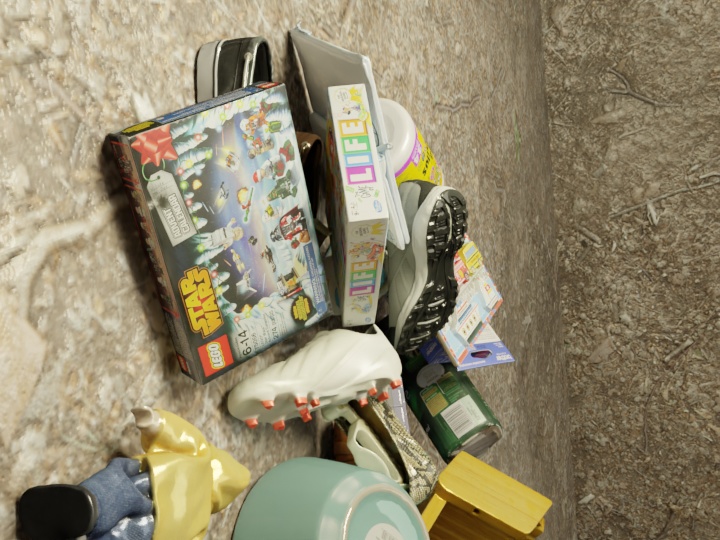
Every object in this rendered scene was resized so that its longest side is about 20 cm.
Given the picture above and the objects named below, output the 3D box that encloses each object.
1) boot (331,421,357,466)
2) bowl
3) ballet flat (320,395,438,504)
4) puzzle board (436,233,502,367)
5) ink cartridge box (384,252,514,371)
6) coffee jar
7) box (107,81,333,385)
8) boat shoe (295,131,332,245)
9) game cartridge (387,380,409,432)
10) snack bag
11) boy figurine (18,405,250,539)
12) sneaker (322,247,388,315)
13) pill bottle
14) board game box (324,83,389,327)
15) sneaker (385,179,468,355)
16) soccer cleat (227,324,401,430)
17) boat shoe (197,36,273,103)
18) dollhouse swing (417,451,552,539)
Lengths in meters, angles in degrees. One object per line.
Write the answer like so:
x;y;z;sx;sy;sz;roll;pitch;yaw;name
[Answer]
-0.007;0.240;0.898;0.200;0.075;0.158;-14;103;-71;boot
-0.009;0.262;0.747;0.199;0.104;0.204;24;53;-37;bowl
0.003;0.158;0.847;0.201;0.068;0.075;52;32;8;ballet flat
0.114;0.008;1.001;0.152;0.017;0.200;59;32;-5;puzzle board
0.097;0.051;1.032;0.118;0.042;0.201;-1;45;-45;ink cartridge box
0.093;0.144;1.044;0.201;0.085;0.104;57;1;30;coffee jar
-0.101;-0.030;0.643;0.136;0.040;0.203;-27;118;-31;box
-0.065;-0.034;0.774;0.075;0.074;0.206;10;79;-68;boat shoe
0.044;0.208;0.991;0.201;0.038;0.132;83;4;-66;game cartridge
-0.015;-0.140;0.838;0.188;0.021;0.202;43;-28;55;snack bag
-0.143;0.154;0.572;0.200;0.063;0.127;-7;94;-70;boy figurine
0.000;0.000;0.931;0.200;0.080;0.078;-49;134;-60;sneaker
0.044;-0.123;1.028;0.200;0.103;0.106;42;49;-62;pill bottle
-0.007;-0.052;0.756;0.201;0.034;0.136;95;-13;-61;board game box
0.060;-0.002;0.879;0.073;0.079;0.203;-12;121;-39;sneaker
-0.046;0.098;0.782;0.198;0.069;0.078;-5;59;-40;soccer cleat
-0.095;-0.099;0.710;0.073;0.067;0.203;1;87;-69;boat shoe
0.100;0.351;0.957;0.201;0.180;0.177;-59;-176;37;dollhouse swing
